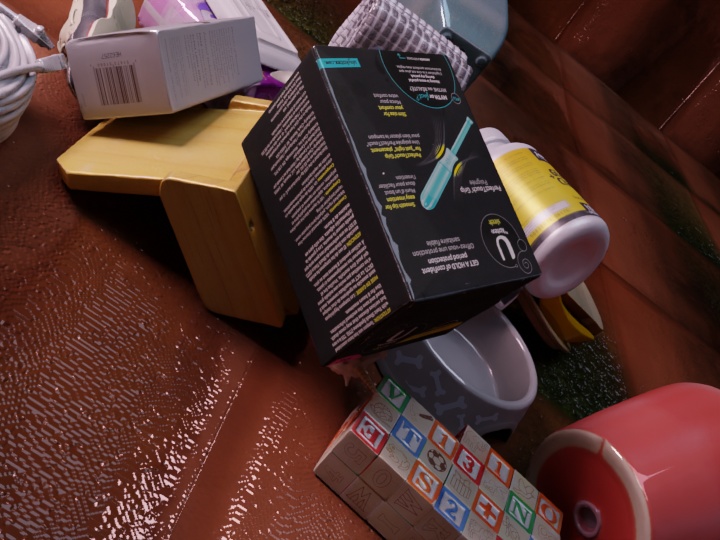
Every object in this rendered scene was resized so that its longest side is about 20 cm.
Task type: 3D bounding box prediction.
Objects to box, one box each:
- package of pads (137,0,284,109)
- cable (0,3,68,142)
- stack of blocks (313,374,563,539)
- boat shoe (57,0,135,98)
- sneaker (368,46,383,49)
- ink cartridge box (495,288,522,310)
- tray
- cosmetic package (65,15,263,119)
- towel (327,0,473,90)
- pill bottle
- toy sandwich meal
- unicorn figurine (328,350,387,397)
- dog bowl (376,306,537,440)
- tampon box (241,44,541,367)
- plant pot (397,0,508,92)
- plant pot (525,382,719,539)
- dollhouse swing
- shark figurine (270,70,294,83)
[{"bbox_3d":[-0.166,-0.259,0.916,0.201,0.076,0.120,50,33,14],"label":"package of pads"},{"bbox_3d":[-0.358,-0.174,0.594,0.198,0.070,0.201,35,32,-9],"label":"cable"},{"bbox_3d":[0.069,0.184,0.629,0.199,0.059,0.115,42,30,2],"label":"stack of blocks"},{"bbox_3d":[-0.273,-0.231,0.774,0.061,0.072,0.203,-10,45,2],"label":"boat shoe"},{"bbox_3d":[0.029,-0.173,0.776,0.195,0.080,0.131,15,58,34],"label":"sneaker"},{"bbox_3d":[0.097,-0.068,0.897,0.198,0.047,0.201,48,9,-16],"label":"ink cartridge box"},{"bbox_3d":[-0.137,-0.311,0.922,0.106,0.022,0.202,8,42,-49],"label":"tray"},{"bbox_3d":[-0.180,-0.202,0.743,0.099,0.076,0.200,0,23,17],"label":"cosmetic package"},{"bbox_3d":[0.023,-0.225,0.966,0.163,0.201,0.087,26,31,-25],"label":"towel"},{"bbox_3d":[0.186,-0.074,0.881,0.110,0.113,0.202,9,37,-41],"label":"pill bottle"},{"bbox_3d":[0.243,0.016,0.985,0.206,0.069,0.207,52,19,-25],"label":"toy sandwich meal"},{"bbox_3d":[0.001,0.011,0.692,0.135,0.074,0.203,-18,74,-38],"label":"unicorn figurine"},{"bbox_3d":[0.103,0.085,0.796,0.197,0.059,0.203,29,33,-21],"label":"dog bowl"},{"bbox_3d":[0.020,-0.051,0.605,0.147,0.126,0.205,-8,70,-40],"label":"tampon box"},{"bbox_3d":[0.154,-0.431,1.401,0.192,0.196,0.204,25,41,-25],"label":"plant pot"},{"bbox_3d":[0.258,0.211,0.698,0.173,0.202,0.203,1,46,-34],"label":"plant pot"},{"bbox_3d":[-0.149,-0.059,0.718,0.202,0.171,0.186,-75,153,-58],"label":"dollhouse swing"},{"bbox_3d":[-0.032,-0.122,0.871,0.129,0.088,0.217,-101,164,-56],"label":"shark figurine"}]
